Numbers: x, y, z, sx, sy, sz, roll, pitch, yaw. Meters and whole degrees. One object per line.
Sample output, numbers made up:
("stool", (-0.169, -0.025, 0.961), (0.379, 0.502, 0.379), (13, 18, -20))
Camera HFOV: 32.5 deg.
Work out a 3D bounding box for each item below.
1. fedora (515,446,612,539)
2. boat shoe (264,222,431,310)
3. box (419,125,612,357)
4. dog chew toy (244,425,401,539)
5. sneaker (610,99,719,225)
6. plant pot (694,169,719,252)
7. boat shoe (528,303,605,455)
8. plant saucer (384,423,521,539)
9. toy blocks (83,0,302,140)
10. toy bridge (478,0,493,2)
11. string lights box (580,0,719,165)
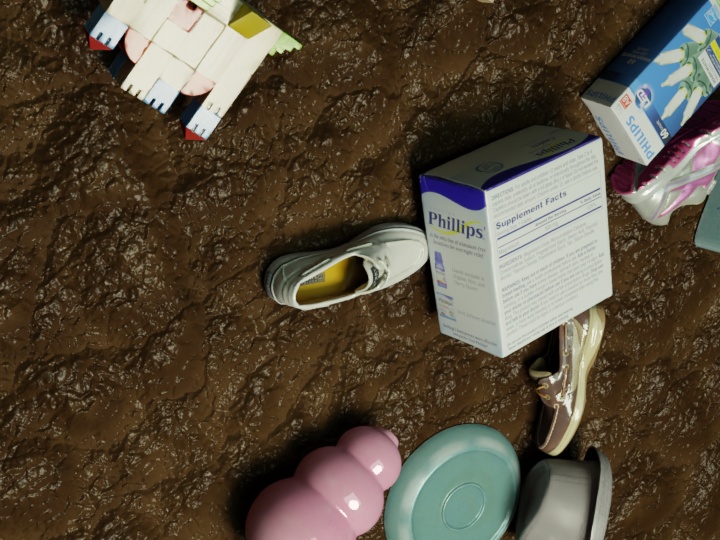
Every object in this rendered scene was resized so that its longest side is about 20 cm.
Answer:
("fedora", (0.244, 0.305, 1.537), (0.090, 0.177, 0.200), (12, 143, 0))
("boat shoe", (0.000, 0.000, 1.313), (0.200, 0.070, 0.071), (-13, 114, -29))
("box", (0.176, -0.037, 1.370), (0.184, 0.105, 0.200), (-25, 119, -33))
("dog chew toy", (-0.032, 0.253, 1.360), (0.200, 0.124, 0.125), (-45, 124, -19))
("sneaker", (0.398, -0.132, 1.505), (0.200, 0.081, 0.088), (-37, 124, -5))
("plant pot", (0.583, -0.082, 1.554), (0.195, 0.200, 0.197), (10, 102, -34))
("boat shoe", (0.238, 0.128, 1.510), (0.072, 0.072, 0.200), (11, 108, -12))
("plant saucer", (0.121, 0.285, 1.515), (0.200, 0.027, 0.201), (-11, 113, -28))
("toy blocks", (-0.174, -0.210, 1.132), (0.200, 0.100, 0.137), (31, 101, -35))
("toy bridge", (0.153, -0.385, 1.293), (0.067, 0.027, 0.200), (24, 94, -33))
("string lights box", (0.361, -0.233, 1.452), (0.200, 0.059, 0.103), (-47, 125, -8))
